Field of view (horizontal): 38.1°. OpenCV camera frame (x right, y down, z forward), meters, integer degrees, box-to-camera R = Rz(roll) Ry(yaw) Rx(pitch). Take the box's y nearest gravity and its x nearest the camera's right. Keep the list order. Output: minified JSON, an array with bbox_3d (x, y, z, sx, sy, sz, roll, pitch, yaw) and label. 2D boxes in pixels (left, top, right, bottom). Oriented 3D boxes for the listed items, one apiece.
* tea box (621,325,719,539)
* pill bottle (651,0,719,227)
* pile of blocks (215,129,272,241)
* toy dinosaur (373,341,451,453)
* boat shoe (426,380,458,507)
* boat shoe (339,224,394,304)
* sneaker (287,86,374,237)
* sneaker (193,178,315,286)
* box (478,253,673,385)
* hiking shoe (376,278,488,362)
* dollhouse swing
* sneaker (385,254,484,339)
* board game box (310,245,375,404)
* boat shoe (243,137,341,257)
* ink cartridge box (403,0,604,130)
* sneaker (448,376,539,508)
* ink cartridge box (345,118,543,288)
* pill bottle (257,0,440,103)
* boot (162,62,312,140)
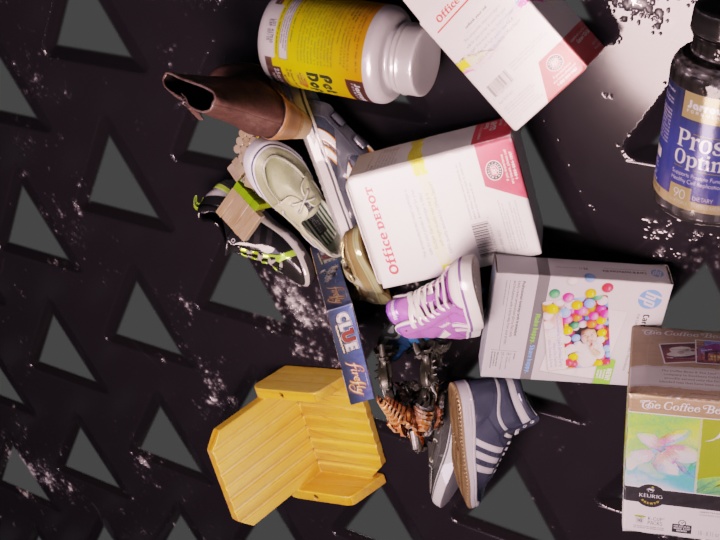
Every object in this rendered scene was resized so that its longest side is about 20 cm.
[{"bbox_3d":[0.392,0.182,1.146,0.196,0.134,0.200,2,120,16],"label":"tea box"},{"bbox_3d":[0.350,-0.155,1.007,0.110,0.112,0.203,16,126,25],"label":"pill bottle"},{"bbox_3d":[-0.127,-0.141,1.363,0.081,0.062,0.203,23,112,24],"label":"pile of blocks"},{"bbox_3d":[0.068,0.160,1.304,0.100,0.200,0.138,-2,82,1],"label":"toy dinosaur"},{"bbox_3d":[0.122,0.239,1.447,0.056,0.068,0.203,28,125,26],"label":"boat shoe"},{"bbox_3d":[0.000,-0.002,1.305,0.062,0.201,0.075,-7,75,9],"label":"boat shoe"},{"bbox_3d":[-0.026,-0.149,1.297,0.078,0.078,0.203,-22,92,-3],"label":"sneaker"},{"bbox_3d":[-0.150,-0.037,1.433,0.200,0.083,0.072,43,156,10],"label":"sneaker"},{"bbox_3d":[0.243,0.060,1.201,0.196,0.041,0.158,3,127,-1],"label":"box"},{"bbox_3d":[0.090,0.070,1.349,0.087,0.074,0.201,43,133,7],"label":"hiking shoe"},{"bbox_3d":[-0.092,0.274,1.536,0.179,0.176,0.203,1,117,34],"label":"dollhouse swing"},{"bbox_3d":[0.084,0.041,1.196,0.112,0.074,0.201,-3,159,3],"label":"sneaker"},{"bbox_3d":[-0.025,0.063,1.355,0.034,0.201,0.137,-15,116,-2],"label":"board game box"},{"bbox_3d":[-0.074,-0.092,1.319,0.062,0.072,0.200,37,173,46],"label":"boat shoe"},{"bbox_3d":[0.146,-0.266,1.106,0.200,0.068,0.116,48,133,-3],"label":"ink cartridge box"},{"bbox_3d":[0.175,0.222,1.362,0.107,0.070,0.203,-13,122,-10],"label":"sneaker"},{"bbox_3d":[0.100,-0.079,1.206,0.197,0.084,0.147,-12,113,17],"label":"ink cartridge box"},{"bbox_3d":[-0.012,-0.254,1.193,0.197,0.109,0.111,15,126,26],"label":"pill bottle"},{"bbox_3d":[-0.165,-0.215,1.226,0.199,0.165,0.073,34,106,40],"label":"boot"}]
